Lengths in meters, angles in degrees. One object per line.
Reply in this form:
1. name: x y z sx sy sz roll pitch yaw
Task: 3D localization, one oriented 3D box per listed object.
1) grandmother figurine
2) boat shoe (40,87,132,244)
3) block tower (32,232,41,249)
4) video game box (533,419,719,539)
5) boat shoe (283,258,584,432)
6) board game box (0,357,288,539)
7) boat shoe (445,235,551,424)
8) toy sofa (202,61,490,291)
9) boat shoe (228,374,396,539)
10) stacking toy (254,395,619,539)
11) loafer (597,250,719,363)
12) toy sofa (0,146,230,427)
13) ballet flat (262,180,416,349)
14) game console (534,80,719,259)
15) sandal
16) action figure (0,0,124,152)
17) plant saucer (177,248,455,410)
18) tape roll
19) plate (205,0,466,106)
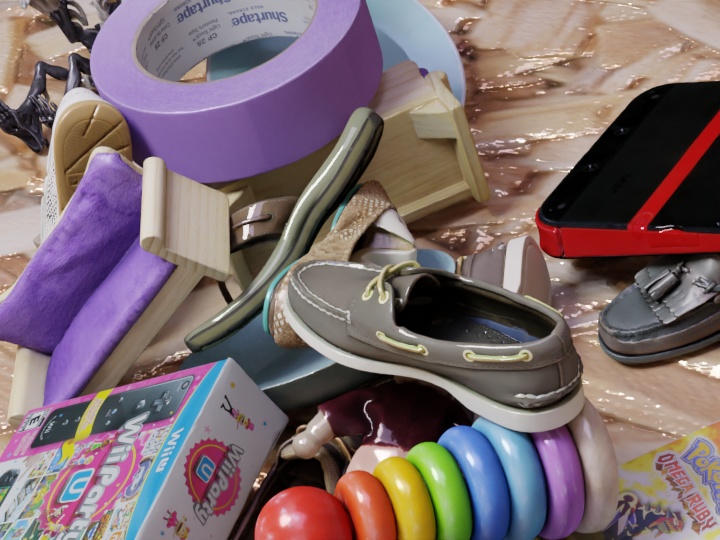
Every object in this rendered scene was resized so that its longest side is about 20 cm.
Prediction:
1. grandmother figurine: 0.021 0.111 1.152 0.121 0.061 0.200 20 62 -3
2. boat shoe: -0.191 -0.032 1.379 0.071 0.200 0.069 -1 23 -16
3. block tower: -0.152 -0.059 1.481 0.058 0.054 0.200 24 58 40
4. video game box: 0.166 0.194 1.087 0.182 0.047 0.200 -22 41 -4
5. boat shoe: 0.038 0.027 1.104 0.201 0.060 0.072 21 44 34
6. board game box: -0.157 0.142 1.210 0.200 0.064 0.148 -15 37 40
7. boat shoe: 0.078 0.059 1.250 0.059 0.072 0.200 -11 42 24
8. toy sofa: -0.017 -0.066 1.399 0.200 0.083 0.098 -24 30 -6
9. boat shoe: -0.021 0.130 1.194 0.072 0.072 0.200 37 63 18
10. stacking toy: 0.038 0.125 1.075 0.200 0.086 0.085 -12 38 -18
11. loafer: 0.241 -0.008 1.259 0.200 0.063 0.072 -23 42 -3
12. toy sofa: -0.174 0.020 1.297 0.200 0.097 0.083 -49 29 33
13. ballet flat: 0.000 0.000 1.260 0.065 0.071 0.200 11 30 15
14. game console: 0.227 -0.070 1.318 0.177 0.031 0.200 3 37 38
15. sandal: -0.057 -0.030 1.301 0.057 0.080 0.201 34 82 1
16. action figure: -0.222 -0.194 1.622 0.119 0.102 0.200 -1 45 38
17. plant saucer: -0.024 0.048 1.293 0.201 0.039 0.201 -21 17 7
18. tape roll: -0.088 -0.151 1.390 0.200 0.066 0.200 -11 42 10
19. plate: -0.019 -0.142 1.491 0.200 0.026 0.201 4 62 -8
